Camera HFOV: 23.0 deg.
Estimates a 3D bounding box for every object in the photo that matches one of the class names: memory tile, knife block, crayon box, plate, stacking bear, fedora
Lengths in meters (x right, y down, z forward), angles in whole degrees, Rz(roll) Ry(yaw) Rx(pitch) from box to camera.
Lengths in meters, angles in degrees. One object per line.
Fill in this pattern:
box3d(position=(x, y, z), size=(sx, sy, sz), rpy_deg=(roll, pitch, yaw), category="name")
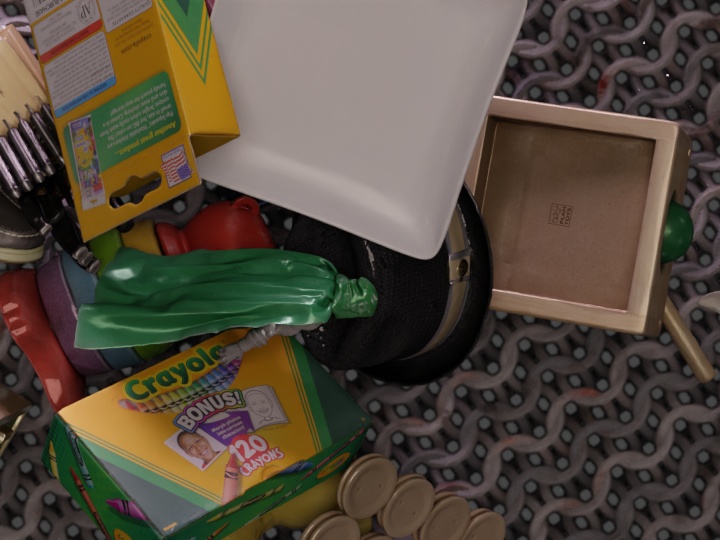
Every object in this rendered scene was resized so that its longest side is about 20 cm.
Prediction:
box3d(position=(0.019, 0.224, 1.324), size=(0.017, 0.200, 0.153), rpy_deg=(32, 90, 43), category="memory tile")
box3d(position=(-0.237, -0.089, 1.312), size=(0.064, 0.200, 0.176), rpy_deg=(-34, 106, -1), category="knife block")
box3d(position=(-0.155, -0.133, 1.192), size=(0.126, 0.052, 0.200), rpy_deg=(-22, 78, 39), category="crayon box")
box3d(position=(-0.104, 0.118, 1.225), size=(0.200, 0.058, 0.119), rpy_deg=(-26, 62, -40), category="crayon box")
box3d(position=(-0.009, -0.131, 1.186), size=(0.200, 0.032, 0.200), rpy_deg=(20, 109, 4), category="plate")
box3d(position=(-0.158, 0.012, 1.335), size=(0.200, 0.114, 0.122), rpy_deg=(-23, 119, 0), category="stacking bear")
box3d(position=(0.000, 0.000, 1.278), size=(0.200, 0.092, 0.201), rpy_deg=(14, 115, 34), category="fedora")

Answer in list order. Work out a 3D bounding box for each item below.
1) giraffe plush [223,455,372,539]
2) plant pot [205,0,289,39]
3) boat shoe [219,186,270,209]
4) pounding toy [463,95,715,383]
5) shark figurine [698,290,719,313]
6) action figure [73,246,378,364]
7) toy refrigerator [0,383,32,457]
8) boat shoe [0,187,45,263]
box3d(position=(-0.086, 0.157, 1.325), size=(0.162, 0.200, 0.173), rpy_deg=(-21, 114, -27), category="giraffe plush")
box3d(position=(-0.121, -0.189, 1.308), size=(0.179, 0.200, 0.200), rpy_deg=(-26, 91, 15), category="plant pot")
box3d(position=(-0.011, -0.089, 1.367), size=(0.200, 0.084, 0.069), rpy_deg=(-13, 98, 15), category="boat shoe")
box3d(position=(0.179, -0.021, 1.343), size=(0.200, 0.142, 0.184), rpy_deg=(10, 90, 16), category="pounding toy")
box3d(position=(0.316, 0.093, 1.362), size=(0.128, 0.090, 0.215), rpy_deg=(15, 88, 0), category="shark figurine")
box3d(position=(-0.086, 0.022, 1.223), size=(0.200, 0.118, 0.055), rpy_deg=(-2, 129, 13), category="action figure")
box3d(position=(-0.297, 0.122, 1.290), size=(0.070, 0.200, 0.076), rpy_deg=(31, 89, -1), category="toy refrigerator")
box3d(position=(-0.315, -0.073, 1.325), size=(0.201, 0.072, 0.066), rpy_deg=(30, 111, 23), category="boat shoe")
